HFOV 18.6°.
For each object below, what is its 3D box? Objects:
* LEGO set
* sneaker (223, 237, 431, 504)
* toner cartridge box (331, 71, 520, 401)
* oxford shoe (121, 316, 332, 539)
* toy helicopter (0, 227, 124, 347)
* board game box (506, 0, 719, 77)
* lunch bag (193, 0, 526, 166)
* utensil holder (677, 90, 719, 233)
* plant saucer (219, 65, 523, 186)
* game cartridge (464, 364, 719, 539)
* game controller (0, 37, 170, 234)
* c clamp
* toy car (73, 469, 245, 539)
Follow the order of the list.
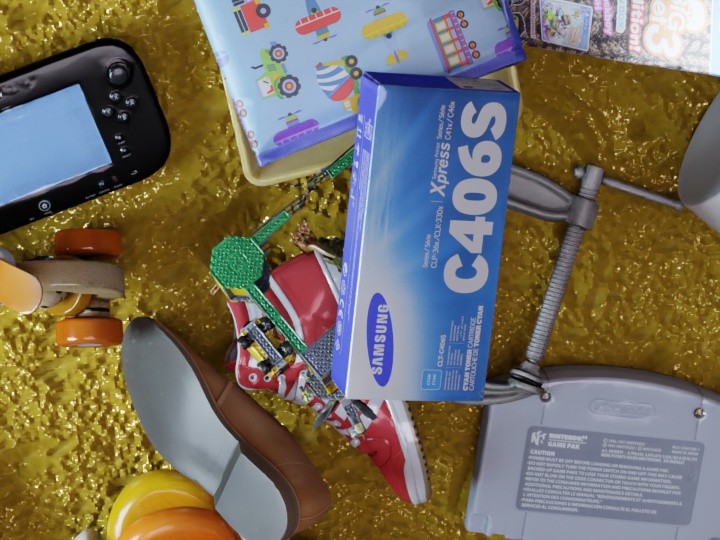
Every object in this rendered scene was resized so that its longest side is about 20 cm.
[{"bbox_3d":[0.000,0.000,1.487,0.154,0.116,0.200,41,82,13],"label":"LEGO set"},{"bbox_3d":[-0.027,0.089,1.563,0.112,0.071,0.202,-23,100,-4],"label":"sneaker"},{"bbox_3d":[0.040,-0.020,1.383,0.094,0.043,0.202,2,104,-15],"label":"toner cartridge box"},{"bbox_3d":[-0.096,0.109,1.538,0.200,0.071,0.072,49,126,21],"label":"oxford shoe"},{"bbox_3d":[-0.259,0.011,1.489,0.198,0.132,0.080,-2,85,8],"label":"toy helicopter"},{"bbox_3d":[0.206,-0.194,1.414,0.159,0.199,0.098,-18,114,-44],"label":"board game box"},{"bbox_3d":[0.003,-0.174,1.403,0.198,0.094,0.152,-21,94,7],"label":"lunch bag"},{"bbox_3d":[0.343,-0.055,1.514,0.199,0.170,0.171,33,100,-13],"label":"utensil holder"},{"bbox_3d":[-0.004,-0.178,1.501,0.198,0.048,0.202,-13,106,-2],"label":"plant saucer"},{"bbox_3d":[0.182,0.138,1.622,0.198,0.041,0.135,7,109,-9],"label":"game cartridge"},{"bbox_3d":[-0.232,-0.084,1.505,0.198,0.042,0.105,-21,107,0],"label":"game controller"},{"bbox_3d":[0.116,0.009,1.563,0.170,0.027,0.202,24,91,-6],"label":"c clamp"},{"bbox_3d":[-0.108,0.243,1.558,0.174,0.150,0.201,-29,107,2],"label":"toy car"}]
